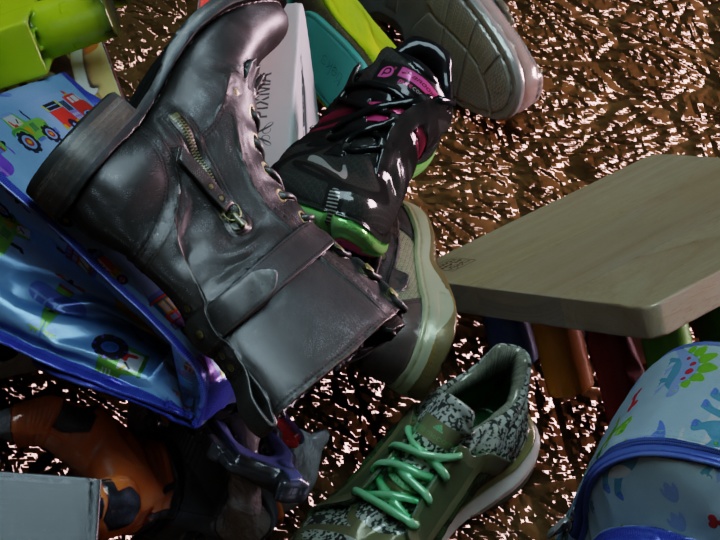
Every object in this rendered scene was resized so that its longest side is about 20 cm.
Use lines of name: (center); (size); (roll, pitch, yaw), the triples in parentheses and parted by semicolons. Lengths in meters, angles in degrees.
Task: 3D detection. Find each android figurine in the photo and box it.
android figurine: (-0.220, -0.118, 1.413); (0.200, 0.041, 0.182); (-16, 21, 9)

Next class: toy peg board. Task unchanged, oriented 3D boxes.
toy peg board: (0.167, 0.019, 1.453); (0.200, 0.098, 0.199); (-25, 19, -33)

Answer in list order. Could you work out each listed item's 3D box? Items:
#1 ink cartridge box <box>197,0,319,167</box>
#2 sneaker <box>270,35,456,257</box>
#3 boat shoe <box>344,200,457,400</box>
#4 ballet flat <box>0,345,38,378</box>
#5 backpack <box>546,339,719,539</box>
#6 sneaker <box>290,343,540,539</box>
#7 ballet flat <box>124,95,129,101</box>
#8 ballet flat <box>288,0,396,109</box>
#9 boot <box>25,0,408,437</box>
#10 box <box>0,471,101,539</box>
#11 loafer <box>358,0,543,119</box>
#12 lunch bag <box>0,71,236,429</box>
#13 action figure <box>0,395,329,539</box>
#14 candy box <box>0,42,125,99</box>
ink cartridge box: (-0.056, -0.085, 1.472); (0.044, 0.174, 0.200); (-2, 41, 5)
sneaker: (0.003, -0.071, 1.400); (0.077, 0.084, 0.200); (24, 27, 1)
boat shoe: (0.000, 0.001, 1.426); (0.066, 0.072, 0.201); (24, 17, -20)
ballet flat: (-0.212, 0.032, 1.392); (0.200, 0.073, 0.073); (-13, 46, -28)
backpack: (0.172, 0.149, 1.238); (0.183, 0.200, 0.147); (24, 43, 14)
sneaker: (0.026, 0.099, 1.348); (0.077, 0.089, 0.200); (27, 44, 18)
ballet flat: (-0.163, -0.084, 1.557); (0.066, 0.057, 0.200); (-40, 53, -13)
ballet flat: (-0.026, -0.154, 1.652); (0.067, 0.067, 0.200); (1, 40, -43)
boot: (-0.046, -0.029, 1.280); (0.174, 0.069, 0.200); (41, 53, 1)
box: (-0.218, 0.180, 1.182); (0.200, 0.048, 0.193); (5, 70, -7)
loafer: (0.053, -0.165, 1.669); (0.063, 0.072, 0.200); (-16, 45, -37)
lunch bag: (-0.114, -0.001, 1.320); (0.200, 0.094, 0.151); (32, 21, 9)
action figure: (-0.112, 0.089, 1.345); (0.193, 0.105, 0.200); (1, 27, -21)
candy box: (-0.223, -0.062, 1.466); (0.200, 0.055, 0.115); (-17, 46, -7)
